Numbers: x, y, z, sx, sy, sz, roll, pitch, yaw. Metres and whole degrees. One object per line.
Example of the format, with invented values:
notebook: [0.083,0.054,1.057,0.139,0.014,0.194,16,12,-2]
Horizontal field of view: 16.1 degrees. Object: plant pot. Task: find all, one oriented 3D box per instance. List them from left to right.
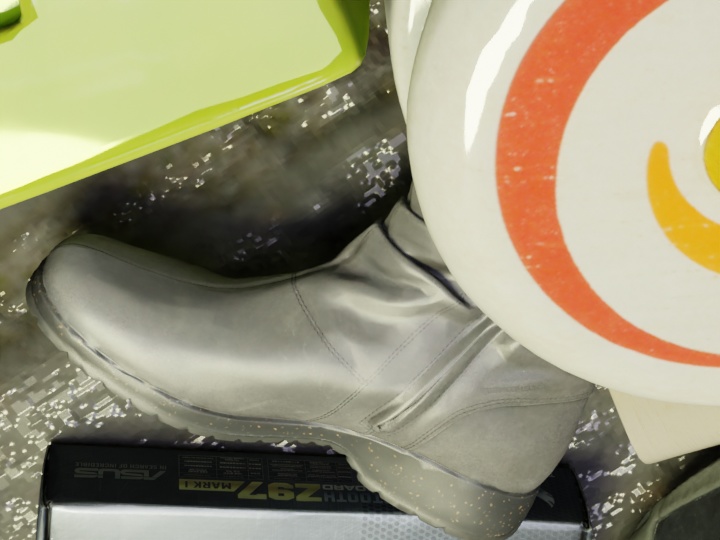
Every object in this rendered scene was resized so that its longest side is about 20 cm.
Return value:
plant pot: [-0.118,-0.128,0.731,0.198,0.200,0.182,-19,109,5]

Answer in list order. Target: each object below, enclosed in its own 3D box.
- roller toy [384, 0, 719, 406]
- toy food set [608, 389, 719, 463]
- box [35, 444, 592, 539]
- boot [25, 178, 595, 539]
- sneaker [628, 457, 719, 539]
roller toy: [0.101,-0.061,0.680,0.182,0.140,0.200,-40,118,21]
toy food set: [0.136,-0.034,0.874,0.143,0.060,0.201,-17,114,16]
box: [-0.022,0.147,0.939,0.199,0.051,0.158,3,113,-7]
boot: [0.000,0.000,0.851,0.199,0.070,0.132,21,123,-15]
sneaker: [0.154,0.119,0.884,0.076,0.115,0.199,18,138,-26]
